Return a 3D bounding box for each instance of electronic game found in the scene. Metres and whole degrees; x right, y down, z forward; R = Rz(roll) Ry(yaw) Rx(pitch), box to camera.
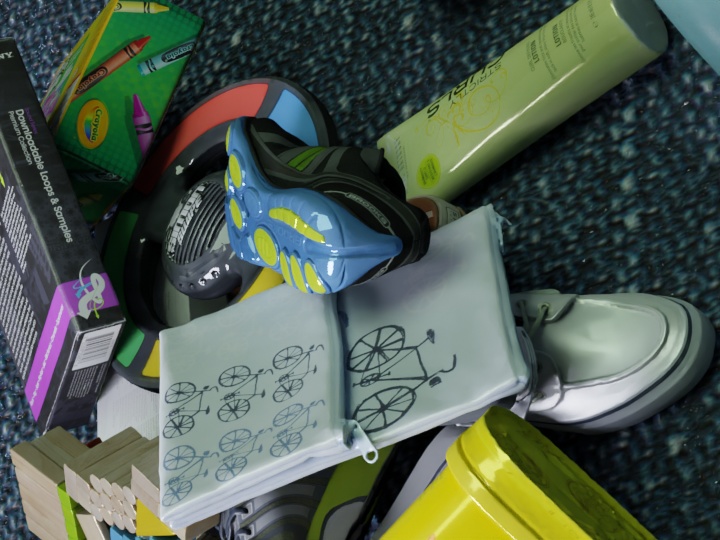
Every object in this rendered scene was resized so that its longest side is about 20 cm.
[{"bbox_3d":[-0.085,-0.022,1.542,0.200,0.042,0.200,-28,48,36],"label":"electronic game"}]

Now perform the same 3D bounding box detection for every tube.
[{"bbox_3d":[0.084,-0.093,1.503,0.200,0.052,0.058,-34,5,32],"label":"tube"}]

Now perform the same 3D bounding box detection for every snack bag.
[{"bbox_3d":[-0.011,0.044,1.347,0.200,0.021,0.189,-21,27,9],"label":"snack bag"}]

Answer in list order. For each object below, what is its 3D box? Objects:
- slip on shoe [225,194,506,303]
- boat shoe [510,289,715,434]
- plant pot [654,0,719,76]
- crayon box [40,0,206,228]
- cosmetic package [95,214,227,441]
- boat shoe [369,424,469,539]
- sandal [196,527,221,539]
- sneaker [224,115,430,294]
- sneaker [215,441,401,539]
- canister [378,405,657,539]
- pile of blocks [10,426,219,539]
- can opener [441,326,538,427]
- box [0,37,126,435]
[{"bbox_3d":[0.000,0.000,1.516,0.200,0.061,0.076,-14,58,47],"label":"slip on shoe"},{"bbox_3d":[0.088,0.047,1.390,0.200,0.067,0.074,-15,56,39],"label":"boat shoe"},{"bbox_3d":[0.221,-0.194,1.340,0.201,0.161,0.201,-25,49,33],"label":"plant pot"},{"bbox_3d":[-0.170,-0.092,1.675,0.119,0.058,0.200,-68,12,-19],"label":"crayon box"},{"bbox_3d":[-0.116,0.044,1.611,0.083,0.051,0.200,-31,47,32],"label":"cosmetic package"},{"bbox_3d":[0.036,0.174,1.365,0.066,0.072,0.200,23,77,49],"label":"boat shoe"},{"bbox_3d":[-0.112,0.133,1.522,0.200,0.082,0.055,-37,55,18],"label":"sandal"},{"bbox_3d":[-0.021,-0.035,1.417,0.200,0.083,0.071,-143,50,-62],"label":"sneaker"},{"bbox_3d":[-0.048,0.144,1.395,0.200,0.081,0.074,-56,-15,-54],"label":"sneaker"},{"bbox_3d":[0.050,0.188,1.287,0.200,0.149,0.087,-48,-4,14],"label":"canister"},{"bbox_3d":[-0.115,0.123,1.428,0.062,0.082,0.200,-29,15,-29],"label":"pile of blocks"},{"bbox_3d":[0.002,0.052,1.383,0.200,0.067,0.053,2,89,37],"label":"can opener"},{"bbox_3d":[-0.199,-0.020,1.588,0.200,0.036,0.143,65,156,21],"label":"box"}]
